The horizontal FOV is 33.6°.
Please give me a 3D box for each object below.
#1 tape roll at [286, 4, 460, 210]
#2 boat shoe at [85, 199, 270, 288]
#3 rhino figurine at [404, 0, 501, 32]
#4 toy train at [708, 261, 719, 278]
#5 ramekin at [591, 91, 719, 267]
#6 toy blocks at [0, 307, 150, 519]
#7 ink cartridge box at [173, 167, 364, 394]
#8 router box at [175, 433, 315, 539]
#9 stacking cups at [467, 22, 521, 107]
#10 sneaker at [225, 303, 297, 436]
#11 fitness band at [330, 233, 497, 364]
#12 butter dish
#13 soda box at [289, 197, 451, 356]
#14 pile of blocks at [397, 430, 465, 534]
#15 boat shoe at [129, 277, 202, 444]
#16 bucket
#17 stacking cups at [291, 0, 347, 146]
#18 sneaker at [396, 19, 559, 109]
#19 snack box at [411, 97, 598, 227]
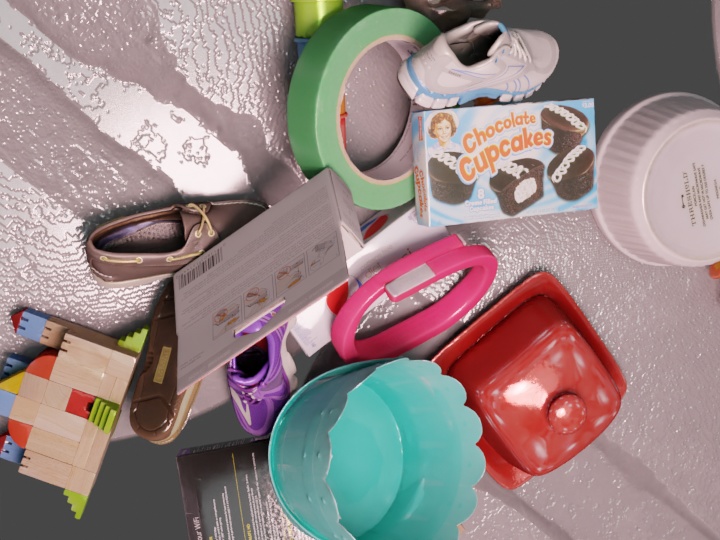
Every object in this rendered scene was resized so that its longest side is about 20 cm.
[{"bbox_3d":[0.017,-0.164,1.206,0.199,0.048,0.203,-16,114,-40],"label":"tape roll"},{"bbox_3d":[-0.179,-0.035,1.209,0.198,0.060,0.072,-13,64,-9],"label":"boat shoe"},{"bbox_3d":[0.058,-0.333,1.219,0.087,0.060,0.201,-34,106,0],"label":"rhino figurine"},{"bbox_3d":[0.459,-0.035,1.348,0.055,0.150,0.201,28,99,-3],"label":"toy train"},{"bbox_3d":[0.364,-0.096,1.332,0.200,0.094,0.205,-3,103,-14],"label":"ramekin"},{"bbox_3d":[-0.313,0.131,1.215,0.135,0.100,0.202,20,96,-6],"label":"toy blocks"},{"bbox_3d":[-0.087,0.017,1.114,0.199,0.177,0.045,-33,127,17],"label":"ink cartridge box"},{"bbox_3d":[-0.109,0.282,1.279,0.147,0.051,0.203,-8,90,-2],"label":"router box"},{"bbox_3d":[0.154,-0.168,1.278,0.060,0.060,0.201,-34,108,-5],"label":"stacking cups"},{"bbox_3d":[-0.113,0.103,1.225,0.080,0.084,0.201,12,133,11],"label":"sneaker"},{"bbox_3d":[0.058,0.033,1.259,0.199,0.038,0.144,-25,152,-24],"label":"fitness band"},{"bbox_3d":[0.203,0.138,1.313,0.199,0.148,0.201,-39,108,-4],"label":"butter dish"},{"bbox_3d":[0.000,0.000,1.271,0.199,0.068,0.064,-37,108,-4],"label":"soda box"},{"bbox_3d":[0.067,0.233,1.343,0.081,0.062,0.202,-16,105,-11],"label":"pile of blocks"},{"bbox_3d":[-0.183,0.082,1.245,0.071,0.076,0.202,18,79,17],"label":"boat shoe"},{"bbox_3d":[0.012,0.193,1.218,0.205,0.134,0.210,6,80,-35],"label":"bucket"},{"bbox_3d":[-0.040,-0.219,1.220,0.060,0.061,0.202,-7,109,-13],"label":"stacking cups"},{"bbox_3d":[0.136,-0.215,1.187,0.199,0.087,0.075,-19,74,-36],"label":"sneaker"},{"bbox_3d":[0.150,-0.113,1.233,0.198,0.037,0.118,-7,99,-20],"label":"snack box"}]
